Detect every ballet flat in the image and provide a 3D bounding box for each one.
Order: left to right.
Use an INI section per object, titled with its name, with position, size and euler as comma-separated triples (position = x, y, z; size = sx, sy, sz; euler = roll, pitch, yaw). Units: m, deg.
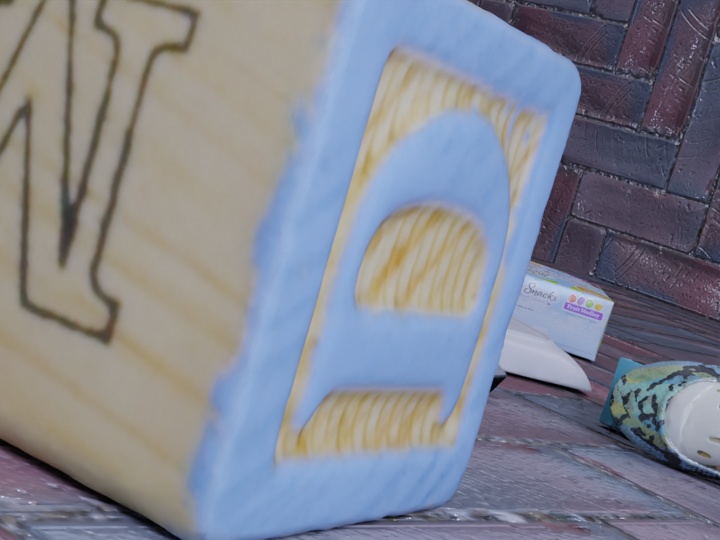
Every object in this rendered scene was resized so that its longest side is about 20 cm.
[ballet flat]
position = 0.251, 0.104, 0.831
size = 0.198, 0.075, 0.074
euler = 17, 5, 11

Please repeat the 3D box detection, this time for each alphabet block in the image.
[alphabet block]
position = -0.057, -0.027, 0.535
size = 0.199, 0.198, 0.195
euler = 20, 4, 29

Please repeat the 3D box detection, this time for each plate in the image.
[plate]
position = 0.070, 0.042, 1.122
size = 0.198, 0.033, 0.200
euler = 16, 5, -20

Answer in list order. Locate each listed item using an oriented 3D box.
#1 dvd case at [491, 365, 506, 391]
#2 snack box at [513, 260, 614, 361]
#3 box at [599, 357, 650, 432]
[dvd case]
position = 0.000, 0.000, 0.871
size = 0.200, 0.025, 0.150
euler = 52, 19, 19
[snack box]
position = 0.167, 0.026, 1.403
size = 0.167, 0.068, 0.200
euler = 18, 7, 3
[box]
position = 0.269, 0.110, 0.965
size = 0.199, 0.050, 0.082
euler = 14, 6, -38
